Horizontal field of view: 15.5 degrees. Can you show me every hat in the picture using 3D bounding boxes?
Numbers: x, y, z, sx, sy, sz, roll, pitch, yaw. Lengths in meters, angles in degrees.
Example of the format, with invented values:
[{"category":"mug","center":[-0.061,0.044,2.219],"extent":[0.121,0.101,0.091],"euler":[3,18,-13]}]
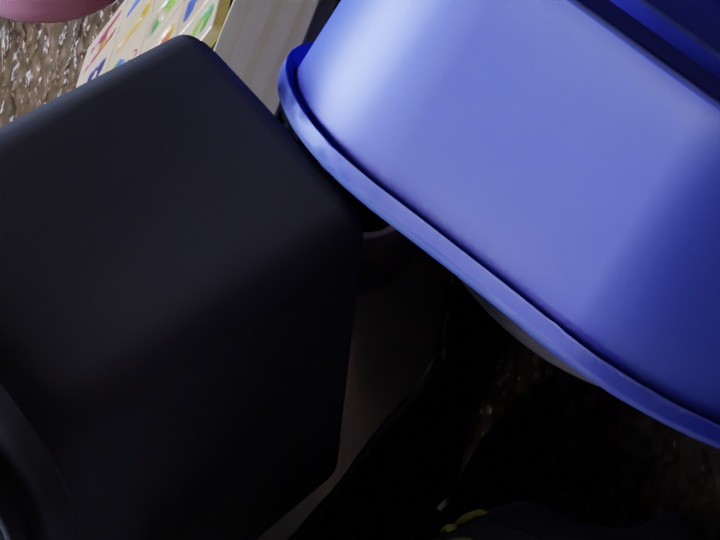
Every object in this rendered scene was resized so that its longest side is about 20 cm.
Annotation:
[{"category":"hat","center":[0.010,0.129,0.854],"extent":[0.081,0.200,0.202],"euler":[29,115,15]}]

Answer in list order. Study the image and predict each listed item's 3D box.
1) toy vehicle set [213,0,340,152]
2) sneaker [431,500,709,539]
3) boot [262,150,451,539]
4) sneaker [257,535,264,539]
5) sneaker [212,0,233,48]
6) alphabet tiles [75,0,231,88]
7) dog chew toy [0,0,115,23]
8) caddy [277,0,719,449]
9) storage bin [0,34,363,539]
[{"category":"toy vehicle set","center":[-0.027,-0.072,0.903],"extent":[0.125,0.026,0.201],"euler":[101,-173,-59]},{"category":"sneaker","center":[0.024,0.111,0.766],"extent":[0.085,0.198,0.075],"euler":[-101,20,-47]},{"category":"boot","center":[0.000,0.000,0.894],"extent":[0.146,0.070,0.202],"euler":[94,-174,-77]},{"category":"sneaker","center":[-0.058,0.127,0.940],"extent":[0.085,0.072,0.202],"euler":[104,177,-76]},{"category":"sneaker","center":[-0.036,-0.080,1.034],"extent":[0.075,0.090,0.201],"euler":[-43,22,47]},{"category":"alphabet tiles","center":[-0.081,-0.087,1.002],"extent":[0.200,0.006,0.167],"euler":[-49,19,30]},{"category":"dog chew toy","center":[-0.119,-0.204,1.162],"extent":[0.200,0.124,0.125],"euler":[-49,43,33]},{"category":"caddy","center":[0.070,-0.023,0.722],"extent":[0.200,0.141,0.105],"euler":[39,111,22]},{"category":"storage bin","center":[-0.082,0.026,0.755],"extent":[0.146,0.134,0.200],"euler":[47,157,21]}]
